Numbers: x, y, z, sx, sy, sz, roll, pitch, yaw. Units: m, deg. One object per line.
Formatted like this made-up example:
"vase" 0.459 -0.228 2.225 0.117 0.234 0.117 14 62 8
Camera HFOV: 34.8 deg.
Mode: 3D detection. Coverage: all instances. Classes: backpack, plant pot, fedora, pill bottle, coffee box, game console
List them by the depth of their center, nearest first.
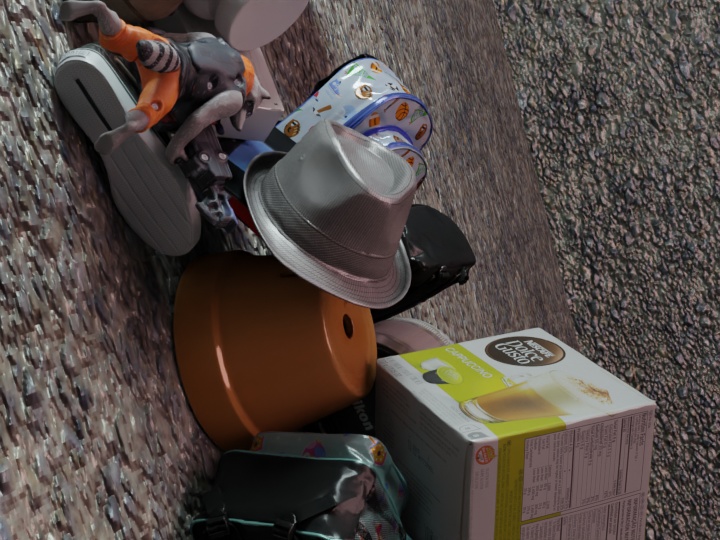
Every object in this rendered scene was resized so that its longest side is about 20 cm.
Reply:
"fedora" -0.011 -0.066 1.014 0.176 0.091 0.200 29 25 -15
"backpack" -0.035 0.245 1.041 0.201 0.175 0.154 67 32 -32
"pill bottle" -0.140 -0.308 1.070 0.200 0.116 0.116 52 14 15
"game console" -0.062 -0.071 1.094 0.177 0.031 0.200 41 23 -5
"coffee box" 0.140 0.192 1.100 0.200 0.196 0.202 -143 -131 -60
"plant pot" -0.072 0.069 1.116 0.200 0.139 0.202 -13 90 -70
"backpack" 0.000 0.000 1.267 0.154 0.200 0.163 56 25 13
"backpack" -0.009 -0.143 1.329 0.154 0.191 0.200 43 7 21

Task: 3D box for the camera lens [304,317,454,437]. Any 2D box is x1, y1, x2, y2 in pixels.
"camera lens" 0.031 0.140 1.324 0.200 0.159 0.161 -16 92 -71

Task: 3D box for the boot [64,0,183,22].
"boot" -0.197 -0.308 1.004 0.070 0.145 0.202 14 63 -65

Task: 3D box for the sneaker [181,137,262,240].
"sneaker" -0.108 -0.065 1.144 0.200 0.070 0.082 43 27 -3

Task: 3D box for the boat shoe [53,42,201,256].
"boat shoe" -0.189 -0.110 1.005 0.201 0.072 0.071 65 26 -24

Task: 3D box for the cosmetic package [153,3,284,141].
"cosmetic package" -0.146 -0.217 1.111 0.082 0.051 0.201 1 54 -34

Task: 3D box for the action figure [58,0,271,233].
"action figure" -0.139 -0.136 0.941 0.193 0.104 0.201 -12 72 -58
